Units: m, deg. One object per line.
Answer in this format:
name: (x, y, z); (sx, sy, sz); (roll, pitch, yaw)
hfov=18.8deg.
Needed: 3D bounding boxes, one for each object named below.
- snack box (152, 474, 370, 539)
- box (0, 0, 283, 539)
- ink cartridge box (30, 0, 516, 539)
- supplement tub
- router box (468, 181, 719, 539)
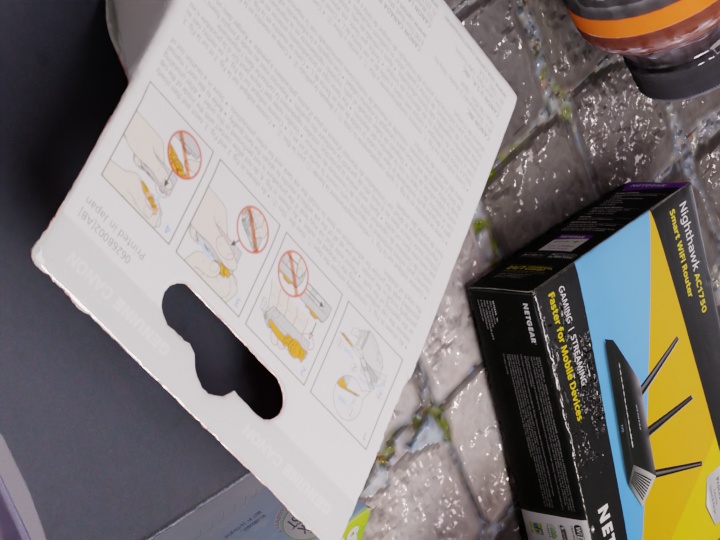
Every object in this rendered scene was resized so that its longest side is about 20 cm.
snack box: (-0.088, 0.179, 0.799); (0.168, 0.067, 0.201); (-33, 147, -47)
box: (-0.153, 0.005, 0.749); (0.123, 0.198, 0.201); (-30, 98, -40)
ink cartridge box: (-0.031, -0.033, 0.727); (0.162, 0.050, 0.201); (48, 54, -35)
supplement tub: (0.141, -0.187, 1.121); (0.107, 0.106, 0.201); (-49, 125, -30)
router box: (0.141, 0.071, 1.184); (0.149, 0.051, 0.202); (-32, 116, -40)
